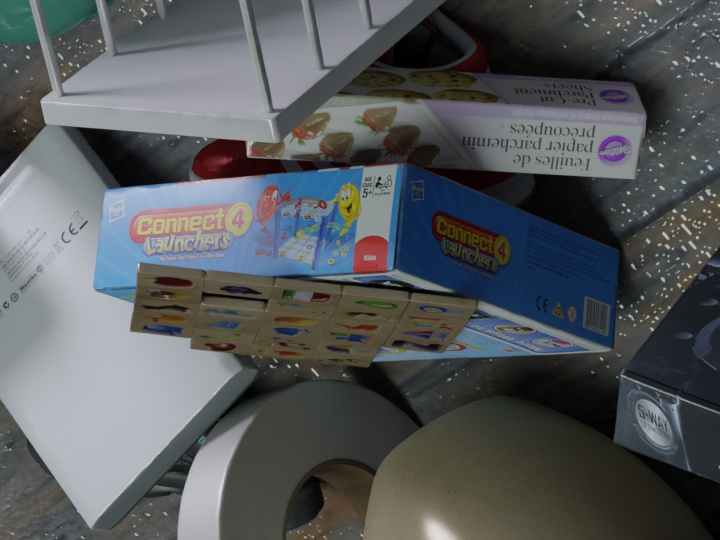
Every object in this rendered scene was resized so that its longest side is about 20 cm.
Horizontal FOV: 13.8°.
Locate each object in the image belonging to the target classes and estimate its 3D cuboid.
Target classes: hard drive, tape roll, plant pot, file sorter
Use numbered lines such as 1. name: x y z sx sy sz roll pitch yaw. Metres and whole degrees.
1. hard drive: -0.158 0.030 1.695 0.132 0.027 0.200 -46 62 16
2. tape roll: -0.016 0.162 1.673 0.037 0.203 0.203 -17 111 43
3. plant pot: 0.079 0.148 1.624 0.135 0.200 0.200 61 141 22
4. file sorter: -0.056 -0.165 1.456 0.138 0.200 0.125 7 122 32

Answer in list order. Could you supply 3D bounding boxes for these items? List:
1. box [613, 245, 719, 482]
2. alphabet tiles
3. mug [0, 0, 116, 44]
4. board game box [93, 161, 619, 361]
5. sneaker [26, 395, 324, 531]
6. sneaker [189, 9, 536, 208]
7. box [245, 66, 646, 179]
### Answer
1. box: 0.233 0.037 1.398 0.160 0.200 0.044 21 132 23
2. alphabet tiles: -0.034 0.026 1.535 0.167 0.008 0.200 6 169 -5
3. mug: -0.169 -0.205 1.553 0.114 0.185 0.152 36 125 -27
4. board game box: 0.000 0.000 1.549 0.195 0.200 0.056 -3 76 37
5. sneaker: -0.111 0.097 1.798 0.199 0.073 0.082 8 110 24
6. sneaker: -0.011 -0.085 1.572 0.199 0.071 0.113 0 127 26
7. box: 0.041 -0.076 1.490 0.199 0.041 0.039 3 119 -6
